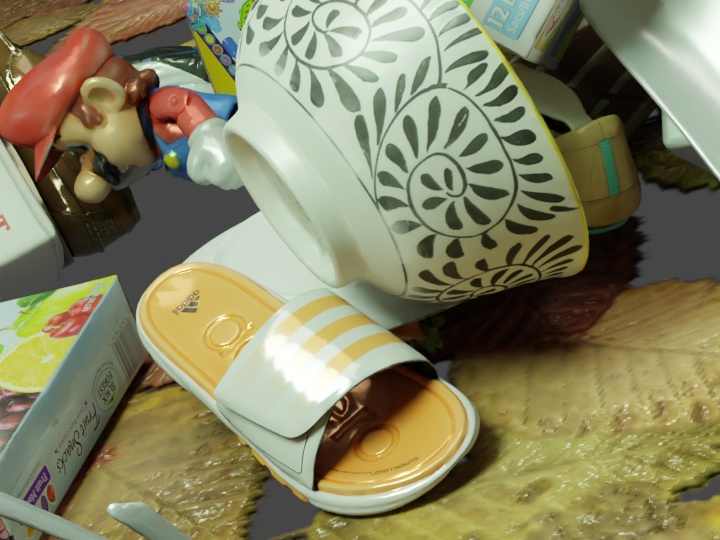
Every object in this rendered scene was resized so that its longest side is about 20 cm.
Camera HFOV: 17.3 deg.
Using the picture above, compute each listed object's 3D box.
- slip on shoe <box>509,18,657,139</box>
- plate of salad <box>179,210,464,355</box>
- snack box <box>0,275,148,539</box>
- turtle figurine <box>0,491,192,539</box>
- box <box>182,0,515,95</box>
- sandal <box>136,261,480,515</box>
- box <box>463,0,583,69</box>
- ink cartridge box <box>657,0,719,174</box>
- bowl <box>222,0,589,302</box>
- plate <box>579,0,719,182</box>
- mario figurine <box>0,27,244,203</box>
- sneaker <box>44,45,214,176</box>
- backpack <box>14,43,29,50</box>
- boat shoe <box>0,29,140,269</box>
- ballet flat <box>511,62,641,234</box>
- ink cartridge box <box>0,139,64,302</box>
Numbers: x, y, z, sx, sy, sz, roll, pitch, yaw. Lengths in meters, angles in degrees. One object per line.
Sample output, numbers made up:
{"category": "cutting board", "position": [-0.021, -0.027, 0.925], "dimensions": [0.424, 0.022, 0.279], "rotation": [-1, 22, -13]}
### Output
{"category": "slip on shoe", "position": [0.130, -0.105, 1.300], "dimensions": [0.200, 0.076, 0.061], "rotation": [-46, -13, -26]}
{"category": "plate of salad", "position": [0.000, 0.000, 1.176], "dimensions": [0.200, 0.048, 0.200], "rotation": [-14, 22, 6]}
{"category": "snack box", "position": [-0.202, 0.082, 1.161], "dimensions": [0.142, 0.053, 0.200], "rotation": [-14, 23, 20]}
{"category": "turtle figurine", "position": [0.000, 0.122, 0.737], "dimensions": [0.194, 0.200, 0.144], "rotation": [-8, -24, -24]}
{"category": "box", "position": [0.039, -0.156, 1.407], "dimensions": [0.193, 0.122, 0.200], "rotation": [-4, 28, 33]}
{"category": "sandal", "position": [-0.039, 0.038, 1.045], "dimensions": [0.207, 0.059, 0.079], "rotation": [29, 67, 40]}
{"category": "box", "position": [0.070, -0.170, 1.155], "dimensions": [0.113, 0.101, 0.200], "rotation": [-62, -6, 6]}
{"category": "ink cartridge box", "position": [0.244, -0.130, 1.121], "dimensions": [0.200, 0.147, 0.083], "rotation": [-9, -14, 30]}
{"category": "bowl", "position": [0.002, -0.054, 1.041], "dimensions": [0.094, 0.201, 0.201], "rotation": [-35, 25, -11]}
{"category": "plate", "position": [0.224, -0.120, 1.062], "dimensions": [0.200, 0.200, 0.032], "rotation": [-44, -28, 18]}
{"category": "mario figurine", "position": [-0.103, -0.060, 1.307], "dimensions": [0.200, 0.123, 0.106], "rotation": [10, 50, 0]}
{"category": "sneaker", "position": [-0.128, -0.101, 1.499], "dimensions": [0.200, 0.077, 0.076], "rotation": [-4, 11, -6]}
{"category": "backpack", "position": [-0.307, -0.082, 1.522], "dimensions": [0.183, 0.135, 0.200], "rotation": [-1, 16, 37]}
{"category": "boat shoe", "position": [-0.196, -0.096, 1.418], "dimensions": [0.068, 0.200, 0.072], "rotation": [-26, -13, -6]}
{"category": "ballet flat", "position": [0.072, -0.080, 1.176], "dimensions": [0.069, 0.063, 0.200], "rotation": [-24, 32, -25]}
{"category": "ink cartridge box", "position": [-0.284, -0.019, 1.312], "dimensions": [0.200, 0.146, 0.085], "rotation": [-29, -12, -14]}
